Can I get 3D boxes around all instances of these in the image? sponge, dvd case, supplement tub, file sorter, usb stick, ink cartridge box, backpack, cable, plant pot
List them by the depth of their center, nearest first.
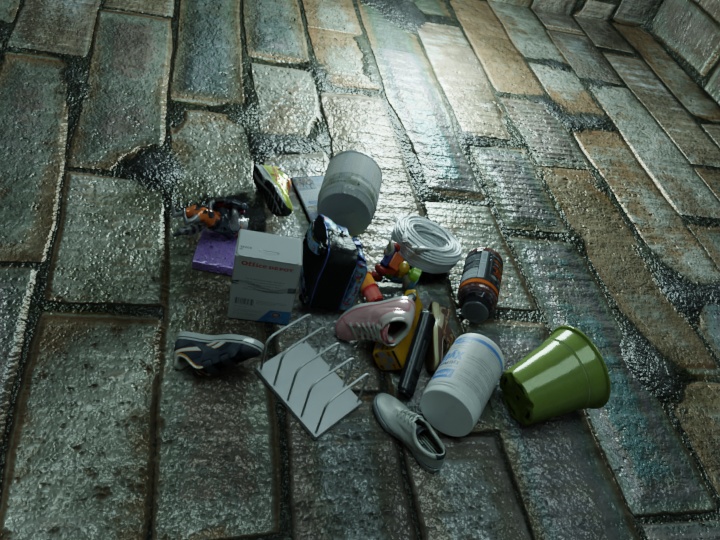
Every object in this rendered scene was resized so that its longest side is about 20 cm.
[{"bbox_3d":[-0.098,0.210,1.340,0.138,0.126,0.200,-28,60,-38],"label":"file sorter"},{"bbox_3d":[0.226,0.246,1.414,0.131,0.133,0.200,31,44,12],"label":"supplement tub"},{"bbox_3d":[-0.213,0.018,1.430,0.142,0.202,0.085,9,44,-11],"label":"ink cartridge box"},{"bbox_3d":[0.127,0.186,1.449,0.032,0.056,0.203,4,62,31],"label":"usb stick"},{"bbox_3d":[0.422,0.252,1.455,0.187,0.202,0.202,-19,54,-19],"label":"plant pot"},{"bbox_3d":[-0.074,-0.026,1.550,0.132,0.185,0.201,11,32,-20],"label":"backpack"},{"bbox_3d":[-0.301,-0.034,1.575,0.196,0.030,0.113,12,44,-8],"label":"sponge"},{"bbox_3d":[0.308,0.040,1.662,0.105,0.108,0.202,20,44,1],"label":"supplement tub"},{"bbox_3d":[0.176,-0.069,1.720,0.196,0.070,0.201,18,29,-17],"label":"cable"},{"bbox_3d":[-0.103,-0.195,1.809,0.140,0.018,0.202,-8,51,-25],"label":"dvd case"}]

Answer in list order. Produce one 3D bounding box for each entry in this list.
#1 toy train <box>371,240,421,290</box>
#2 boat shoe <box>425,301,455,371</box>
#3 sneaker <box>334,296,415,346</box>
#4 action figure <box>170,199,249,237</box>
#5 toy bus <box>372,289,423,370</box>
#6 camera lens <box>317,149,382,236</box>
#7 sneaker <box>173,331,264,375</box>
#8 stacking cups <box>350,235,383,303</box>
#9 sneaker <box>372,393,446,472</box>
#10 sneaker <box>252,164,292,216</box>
[{"bbox_3d":[0.101,-0.010,1.583,0.114,0.200,0.086,31,75,0],"label":"toy train"},{"bbox_3d":[0.195,0.158,1.536,0.070,0.073,0.202,13,38,-5],"label":"boat shoe"},{"bbox_3d":[0.028,0.126,1.434,0.197,0.076,0.105,-18,27,15],"label":"sneaker"},{"bbox_3d":[-0.366,-0.123,1.578,0.190,0.199,0.107,7,87,-33],"label":"action figure"},{"bbox_3d":[0.092,0.135,1.507,0.077,0.066,0.202,-10,37,26],"label":"toy bus"},{"bbox_3d":[-0.028,-0.210,1.722,0.157,0.162,0.202,16,45,-3],"label":"camera lens"},{"bbox_3d":[-0.292,0.175,1.319,0.196,0.079,0.081,0,63,19],"label":"sneaker"},{"bbox_3d":[0.000,0.000,1.624,0.059,0.061,0.201,-12,52,-29],"label":"stacking cups"},{"bbox_3d":[0.107,0.322,1.340,0.200,0.072,0.072,42,48,22],"label":"sneaker"},{"bbox_3d":[-0.220,-0.226,1.757,0.089,0.079,0.201,-11,51,-30],"label":"sneaker"}]
